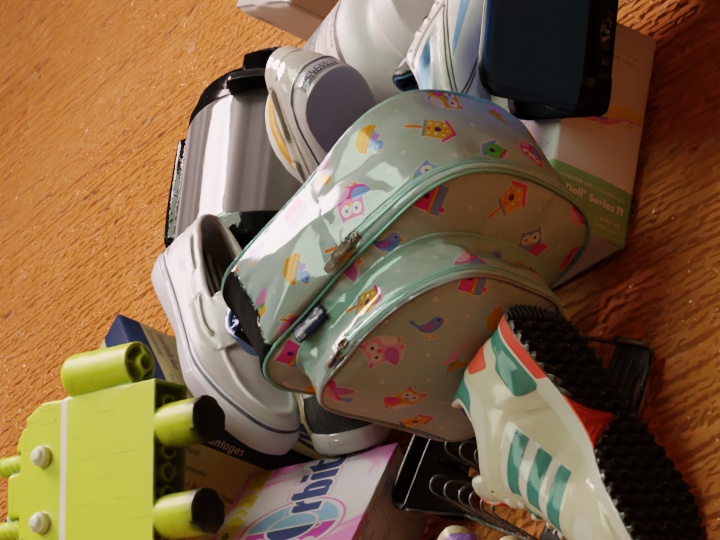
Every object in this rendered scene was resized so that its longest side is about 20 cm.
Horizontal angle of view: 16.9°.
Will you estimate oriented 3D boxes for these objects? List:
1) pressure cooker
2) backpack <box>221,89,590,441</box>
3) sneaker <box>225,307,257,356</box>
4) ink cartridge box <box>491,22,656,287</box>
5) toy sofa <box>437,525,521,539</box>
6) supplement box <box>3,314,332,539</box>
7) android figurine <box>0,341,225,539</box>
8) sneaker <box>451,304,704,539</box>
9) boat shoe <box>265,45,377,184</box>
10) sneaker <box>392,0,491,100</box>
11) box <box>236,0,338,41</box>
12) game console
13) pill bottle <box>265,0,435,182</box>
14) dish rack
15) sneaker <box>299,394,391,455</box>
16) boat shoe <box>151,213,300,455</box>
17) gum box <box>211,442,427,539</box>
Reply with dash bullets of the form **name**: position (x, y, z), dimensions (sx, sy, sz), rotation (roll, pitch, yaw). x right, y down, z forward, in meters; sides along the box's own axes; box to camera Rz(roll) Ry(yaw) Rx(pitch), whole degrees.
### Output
- **pressure cooker**: position (-0.051, -0.064, 1.856), dimensions (0.176, 0.178, 0.200), rotation (-45, 34, 53)
- **backpack**: position (0.039, -0.003, 1.464), dimensions (0.200, 0.176, 0.153), rotation (-56, 42, 18)
- **sneaker**: position (0.000, 0.000, 1.609), dimensions (0.200, 0.078, 0.070), rotation (-42, 39, -18)
- **ink cartridge box**: position (0.133, -0.095, 1.612), dimensions (0.117, 0.067, 0.200), rotation (-33, 40, 56)
- **toy sofa**: position (0.047, 0.249, 1.423), dimensions (0.200, 0.097, 0.083), rotation (-52, 26, 30)
- **supplement box**: position (-0.124, 0.175, 1.747), dimensions (0.200, 0.200, 0.134), rotation (-60, 26, 13)
- **android figurine**: position (-0.172, 0.142, 1.615), dimensions (0.200, 0.041, 0.182), rotation (-11, 72, 39)
- **sneaker**: position (0.117, 0.119, 1.370), dimensions (0.093, 0.070, 0.200), rotation (-51, 55, 33)
- **boat shoe**: position (-0.013, -0.076, 1.656), dimensions (0.071, 0.200, 0.070), rotation (-44, 47, -14)
- **sneaker**: position (0.060, -0.152, 1.565), dimensions (0.072, 0.072, 0.200), rotation (71, -153, -66)
- **box**: position (-0.005, -0.295, 2.072), dimensions (0.128, 0.109, 0.200), rotation (9, 77, 67)
- **game console**: position (0.098, -0.198, 1.487), dimensions (0.171, 0.118, 0.200), rotation (-175, 92, -68)
- **pill bottle**: position (0.020, -0.140, 1.698), dimensions (0.200, 0.116, 0.117), rotation (-44, 30, 54)
- **dish rack**: position (0.104, 0.097, 1.506), dimensions (0.200, 0.054, 0.154), rotation (10, 78, 67)
- **sneaker**: position (-0.014, 0.051, 1.702), dimensions (0.200, 0.073, 0.112), rotation (-109, 6, -79)
- **boat shoe**: position (-0.090, 0.039, 1.683), dimensions (0.067, 0.073, 0.200), rotation (-58, 47, 27)
- **gum box**: position (-0.039, 0.195, 1.558), dimensions (0.113, 0.066, 0.200), rotation (-13, 20, 20)
